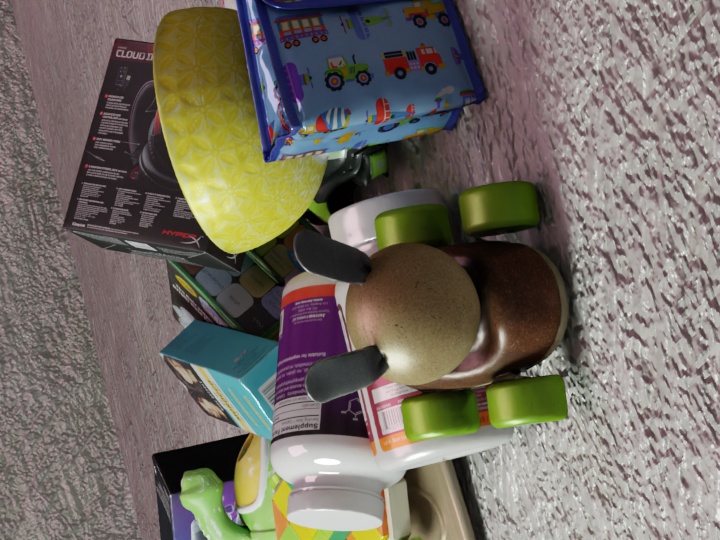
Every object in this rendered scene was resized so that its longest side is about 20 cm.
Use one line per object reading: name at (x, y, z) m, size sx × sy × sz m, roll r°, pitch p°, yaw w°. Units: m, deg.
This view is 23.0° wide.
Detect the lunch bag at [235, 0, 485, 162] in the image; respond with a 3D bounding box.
lunch bag at (-0.013, -0.196, 1.304) m, size 0.094 × 0.150 × 0.200 m, roll 142°, pitch 115°, yaw -71°

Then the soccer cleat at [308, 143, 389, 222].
soccer cleat at (-0.001, -0.122, 1.463) m, size 0.081 × 0.067 × 0.200 m, roll 44°, pitch 135°, yaw 25°

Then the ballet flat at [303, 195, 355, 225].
ballet flat at (-0.035, -0.074, 1.641) m, size 0.065 × 0.070 × 0.200 m, roll 53°, pitch 169°, yaw -10°

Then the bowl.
bowl at (-0.073, -0.120, 1.386) m, size 0.200 × 0.107 × 0.201 m, roll -13°, pitch -90°, yaw -75°

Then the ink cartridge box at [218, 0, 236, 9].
ink cartridge box at (-0.071, -0.305, 1.504) m, size 0.200 × 0.083 × 0.145 m, roll 116°, pitch 152°, yaw -64°

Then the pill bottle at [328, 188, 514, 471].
pill bottle at (0.042, 0.045, 1.352) m, size 0.110 × 0.109 × 0.200 m, roll 139°, pitch 118°, yaw -71°

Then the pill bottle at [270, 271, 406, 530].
pill bottle at (-0.014, 0.104, 1.433) m, size 0.112 × 0.112 × 0.200 m, roll 124°, pitch 151°, yaw -67°

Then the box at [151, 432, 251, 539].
box at (-0.102, 0.241, 1.798) m, size 0.079 × 0.200 × 0.141 m, roll -124°, pitch 28°, yaw -53°

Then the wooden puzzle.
wooden puzzle at (0.023, 0.182, 1.539) m, size 0.200 × 0.046 × 0.186 m, roll -23°, pitch 82°, yaw 47°

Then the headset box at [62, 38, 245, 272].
headset box at (-0.158, -0.112, 1.551) m, size 0.075 × 0.148 × 0.200 m, roll 34°, pitch -113°, yaw -64°

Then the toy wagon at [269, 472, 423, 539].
toy wagon at (-0.024, 0.227, 1.537) m, size 0.155 × 0.040 × 0.200 m, roll 51°, pitch 131°, yaw 27°

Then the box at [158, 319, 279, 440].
box at (-0.106, 0.098, 1.569) m, size 0.082 × 0.049 × 0.200 m, roll 54°, pitch 161°, yaw -19°

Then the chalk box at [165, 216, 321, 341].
chalk box at (-0.096, 0.008, 1.648) m, size 0.125 × 0.124 × 0.200 m, roll 45°, pitch 162°, yaw 13°

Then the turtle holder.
turtle holder at (-0.067, 0.201, 1.683) m, size 0.141 × 0.185 × 0.132 m, roll -31°, pitch -72°, yaw -78°

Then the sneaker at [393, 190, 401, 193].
sneaker at (0.000, 0.000, 1.509) m, size 0.200 × 0.082 × 0.077 m, roll 114°, pitch 142°, yaw -63°

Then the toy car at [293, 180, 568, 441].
toy car at (0.026, 0.031, 1.181) m, size 0.158 × 0.200 × 0.165 m, roll -14°, pitch 82°, yaw 43°
